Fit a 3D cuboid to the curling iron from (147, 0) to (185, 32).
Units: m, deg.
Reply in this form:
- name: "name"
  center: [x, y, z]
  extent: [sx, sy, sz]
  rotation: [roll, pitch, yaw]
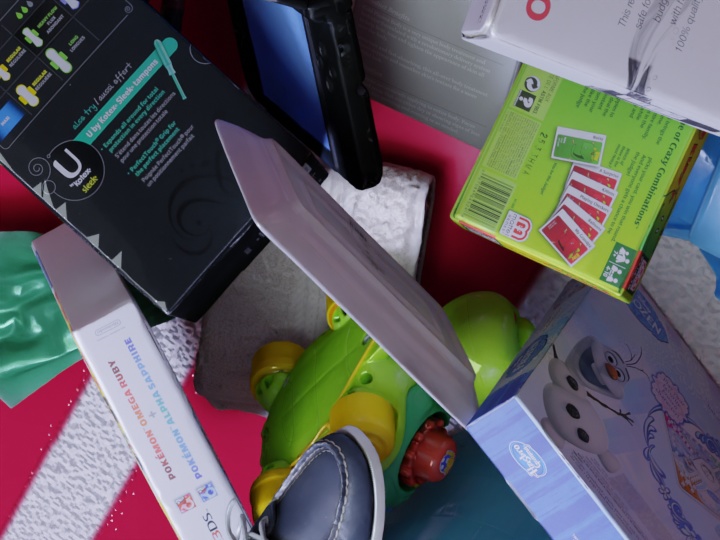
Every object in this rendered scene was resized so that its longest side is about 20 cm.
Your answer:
- name: "curling iron"
  center: [-0.130, -0.112, 1.740]
  extent: [0.050, 0.026, 0.200]
  rotation: [10, 113, 17]

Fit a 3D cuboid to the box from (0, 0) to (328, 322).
- name: "box"
  center: [-0.134, -0.082, 1.633]
  extent: [0.200, 0.149, 0.124]
  rotation: [41, 90, 4]

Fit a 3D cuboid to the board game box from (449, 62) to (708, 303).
- name: "board game box"
  center: [0.137, -0.095, 1.531]
  extent: [0.101, 0.048, 0.200]
  rotation: [25, 90, 12]

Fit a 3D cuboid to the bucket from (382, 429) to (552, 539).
- name: "bucket"
  center: [0.081, 0.208, 1.752]
  extent: [0.207, 0.135, 0.207]
  rotation: [14, 123, 22]

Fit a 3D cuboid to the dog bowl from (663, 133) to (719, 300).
- name: "dog bowl"
  center: [0.188, -0.055, 1.595]
  extent: [0.200, 0.050, 0.112]
  rotation: [27, 127, 13]

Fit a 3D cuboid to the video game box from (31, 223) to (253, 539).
- name: "video game box"
  center: [-0.127, 0.075, 1.712]
  extent: [0.047, 0.200, 0.182]
  rotation: [-30, 109, -4]

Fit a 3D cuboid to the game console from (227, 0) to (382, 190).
- name: "game console"
  center: [-0.085, -0.136, 1.598]
  extent: [0.200, 0.116, 0.176]
  rotation: [-135, 30, -60]

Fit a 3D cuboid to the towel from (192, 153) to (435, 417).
- name: "towel"
  center: [-0.031, 0.013, 1.755]
  extent: [0.132, 0.034, 0.200]
  rotation: [14, 123, 9]

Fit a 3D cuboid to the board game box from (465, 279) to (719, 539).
- name: "board game box"
  center: [0.161, 0.114, 1.610]
  extent: [0.043, 0.199, 0.200]
  rotation: [-34, 97, 31]

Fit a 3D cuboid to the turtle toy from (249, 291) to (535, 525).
- name: "turtle toy"
  center: [0.015, 0.078, 1.687]
  extent: [0.101, 0.146, 0.200]
  rotation: [30, 125, -26]

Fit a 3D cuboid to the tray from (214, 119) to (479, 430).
- name: "tray"
  center: [0.000, 0.000, 1.533]
  extent: [0.022, 0.107, 0.200]
  rotation: [-39, 125, 9]

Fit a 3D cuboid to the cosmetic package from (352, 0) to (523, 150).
- name: "cosmetic package"
  center: [0.066, -0.177, 1.573]
  extent: [0.107, 0.090, 0.200]
  rotation: [28, 124, 13]

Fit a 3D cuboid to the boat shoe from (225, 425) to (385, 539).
- name: "boat shoe"
  center: [-0.046, 0.171, 1.611]
  extent: [0.075, 0.062, 0.200]
  rotation: [57, 134, 39]

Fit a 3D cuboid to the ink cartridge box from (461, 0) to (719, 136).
- name: "ink cartridge box"
  center: [0.168, -0.151, 1.449]
  extent: [0.200, 0.083, 0.145]
  rotation: [20, 91, -10]

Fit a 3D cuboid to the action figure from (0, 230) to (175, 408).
- name: "action figure"
  center: [-0.163, 0.005, 1.824]
  extent: [0.200, 0.055, 0.118]
  rotation: [-17, 106, 28]
